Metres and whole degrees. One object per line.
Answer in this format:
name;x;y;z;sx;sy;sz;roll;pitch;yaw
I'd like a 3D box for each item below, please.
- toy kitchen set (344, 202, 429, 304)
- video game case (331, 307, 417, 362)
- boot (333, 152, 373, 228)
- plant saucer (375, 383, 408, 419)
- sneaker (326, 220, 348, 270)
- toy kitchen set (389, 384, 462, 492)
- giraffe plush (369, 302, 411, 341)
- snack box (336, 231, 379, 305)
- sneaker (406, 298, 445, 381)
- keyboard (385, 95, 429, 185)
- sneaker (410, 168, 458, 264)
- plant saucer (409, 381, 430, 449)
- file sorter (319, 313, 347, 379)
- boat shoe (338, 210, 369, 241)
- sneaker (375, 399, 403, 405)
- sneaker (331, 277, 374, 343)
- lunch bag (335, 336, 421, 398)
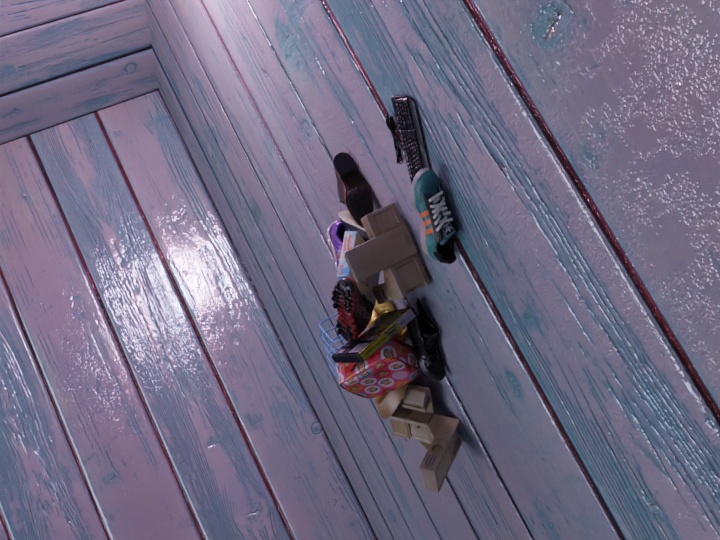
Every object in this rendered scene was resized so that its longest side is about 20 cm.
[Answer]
toy kitchen set;0.028;-0.018;1.492;0.204;0.160;0.180;65;161;0
video game case;0.030;0.160;1.534;0.026;0.180;0.199;53;159;-6
boot;-0.015;-0.188;1.585;0.097;0.073;0.204;98;154;-74
plant saucer;0.086;0.304;1.730;0.035;0.204;0.200;24;163;-9
sneaker;-0.037;-0.045;1.794;0.204;0.079;0.083;65;155;2
toy kitchen set;0.136;0.421;1.627;0.196;0.181;0.166;6;126;30
giraffe plush;0.036;0.182;1.716;0.199;0.160;0.176;39;146;45
snack box;0.000;0.000;1.560;0.200;0.036;0.119;51;-135;-60
sneaker;0.162;0.173;1.542;0.204;0.059;0.104;66;165;9
keyboard;0.093;-0.252;1.274;0.127;0.020;0.204;29;139;60
sneaker;0.154;-0.102;1.229;0.080;0.071;0.203;36;150;47
plant saucer;0.158;0.400;1.848;0.199;0.048;0.204;35;145;55
file sorter;-0.050;0.257;2.122;0.139;0.121;0.204;41;150;50
boat shoe;0.006;-0.102;1.611;0.198;0.073;0.068;28;128;47
sneaker;0.067;0.370;1.877;0.200;0.074;0.086;47;162;52
sneaker;-0.015;0.081;1.507;0.070;0.097;0.203;34;147;32
lunch bag;0.038;0.246;1.598;0.175;0.198;0.083;29;-140;-43
